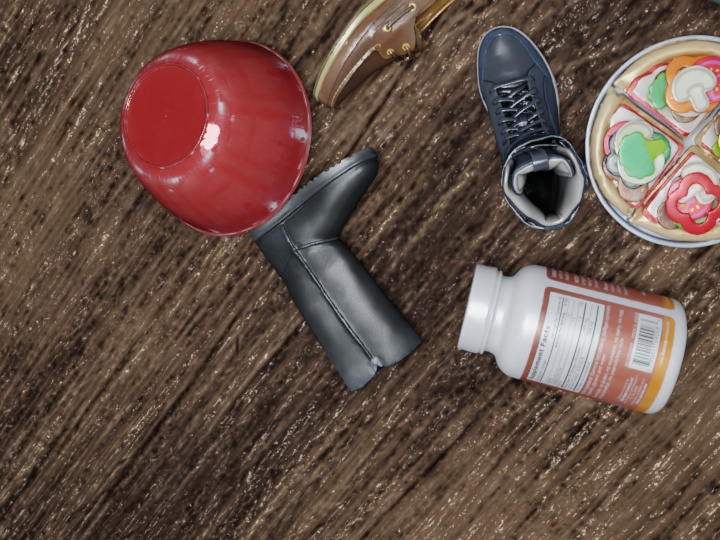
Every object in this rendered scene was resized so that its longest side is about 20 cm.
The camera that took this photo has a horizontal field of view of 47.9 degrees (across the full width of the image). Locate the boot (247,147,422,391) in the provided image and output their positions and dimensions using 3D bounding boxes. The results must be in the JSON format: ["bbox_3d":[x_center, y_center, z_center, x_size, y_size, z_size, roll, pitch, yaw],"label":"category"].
[{"bbox_3d":[-0.001,0.000,0.830,0.164,0.066,0.201,-33,88,21],"label":"boot"}]

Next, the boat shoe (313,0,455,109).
[{"bbox_3d":[0.032,-0.233,0.788,0.067,0.072,0.200,42,100,3],"label":"boat shoe"}]

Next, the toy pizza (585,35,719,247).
[{"bbox_3d":[0.317,-0.122,0.776,0.197,0.032,0.203,1,99,10],"label":"toy pizza"}]

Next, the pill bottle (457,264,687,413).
[{"bbox_3d":[0.199,0.059,0.783,0.197,0.112,0.114,15,100,8],"label":"pill bottle"}]

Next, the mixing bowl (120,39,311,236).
[{"bbox_3d":[-0.159,-0.139,0.789,0.198,0.108,0.203,-1,87,25],"label":"mixing bowl"}]

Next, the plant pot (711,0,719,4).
[{"bbox_3d":[0.301,-0.321,0.677,0.194,0.200,0.202,24,102,13],"label":"plant pot"}]

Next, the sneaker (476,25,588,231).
[{"bbox_3d":[0.154,-0.134,0.746,0.076,0.146,0.205,-16,94,13],"label":"sneaker"}]
